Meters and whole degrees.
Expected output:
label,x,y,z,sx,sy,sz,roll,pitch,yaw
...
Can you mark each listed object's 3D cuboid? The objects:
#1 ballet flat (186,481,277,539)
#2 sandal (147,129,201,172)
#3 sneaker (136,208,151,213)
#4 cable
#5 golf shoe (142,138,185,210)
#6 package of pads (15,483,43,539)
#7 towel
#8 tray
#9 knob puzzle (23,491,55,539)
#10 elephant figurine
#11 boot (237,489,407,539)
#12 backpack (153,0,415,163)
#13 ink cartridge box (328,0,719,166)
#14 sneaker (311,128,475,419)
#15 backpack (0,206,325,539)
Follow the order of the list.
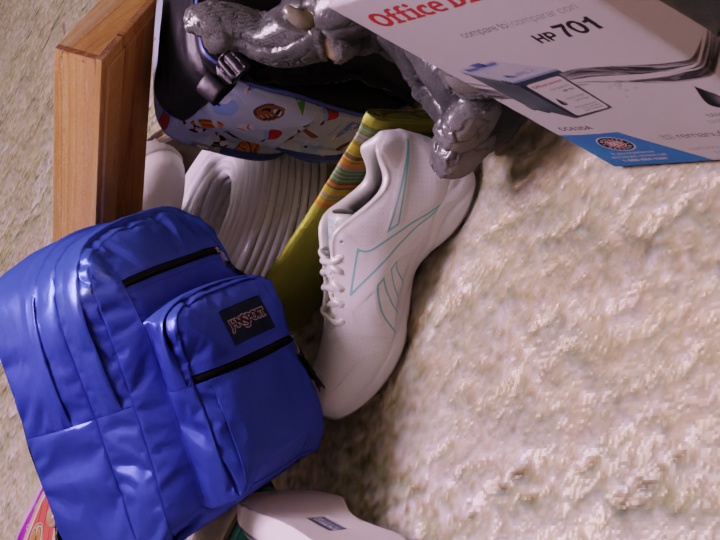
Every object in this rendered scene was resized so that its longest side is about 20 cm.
label,x,y,z,sx,sy,sz,roll,pitch,yaw
ballet flat,-0.118,0.234,0.801,0.069,0.069,0.201,8,78,60
sandal,-0.200,-0.071,1.137,0.200,0.081,0.055,-43,55,36
sneaker,-0.125,0.048,0.869,0.073,0.070,0.202,-122,21,-75
cable,-0.106,-0.037,0.962,0.200,0.069,0.201,11,81,60
golf shoe,-0.175,-0.003,0.936,0.097,0.078,0.201,24,98,41
package of pads,-0.244,0.211,1.031,0.201,0.075,0.121,-61,28,14
towel,-0.021,-0.031,0.805,0.018,0.086,0.201,46,117,24
tray,-0.181,-0.085,0.807,0.099,0.037,0.201,-70,-5,-52
knob puzzle,-0.249,0.228,0.925,0.219,0.030,0.221,-35,44,43
elephant figurine,0.021,-0.164,0.697,0.200,0.155,0.142,40,131,15
boot,-0.028,0.192,0.694,0.200,0.072,0.091,-177,87,-71
backpack,-0.057,-0.166,0.844,0.154,0.189,0.202,-35,50,52
ink cartridge box,0.109,-0.126,0.529,0.146,0.199,0.087,4,75,60
sneaker,0.000,0.000,0.755,0.070,0.080,0.202,32,101,58
backpack,-0.126,0.059,0.740,0.167,0.162,0.201,-23,90,28
